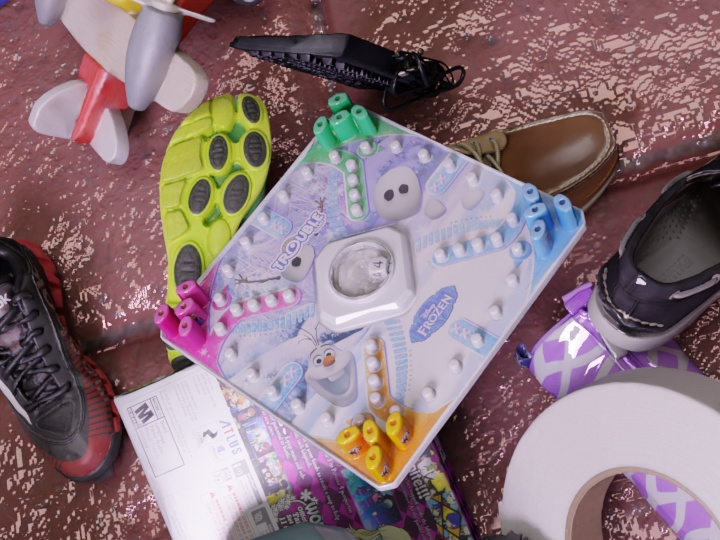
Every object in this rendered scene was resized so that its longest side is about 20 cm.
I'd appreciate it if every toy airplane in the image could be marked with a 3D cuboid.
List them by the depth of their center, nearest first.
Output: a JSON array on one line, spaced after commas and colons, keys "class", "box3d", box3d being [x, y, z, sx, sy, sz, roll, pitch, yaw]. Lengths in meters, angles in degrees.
[{"class": "toy airplane", "box3d": [-0.177, -0.181, 0.909, 0.199, 0.141, 0.201, -13, 59, 31]}]

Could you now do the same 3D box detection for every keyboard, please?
[{"class": "keyboard", "box3d": [0.000, -0.119, 0.811, 0.103, 0.200, 0.040, 1, 93, 20]}]

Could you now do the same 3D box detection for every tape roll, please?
[{"class": "tape roll", "box3d": [0.166, 0.154, 0.699, 0.202, 0.037, 0.205, 14, 111, 39]}]

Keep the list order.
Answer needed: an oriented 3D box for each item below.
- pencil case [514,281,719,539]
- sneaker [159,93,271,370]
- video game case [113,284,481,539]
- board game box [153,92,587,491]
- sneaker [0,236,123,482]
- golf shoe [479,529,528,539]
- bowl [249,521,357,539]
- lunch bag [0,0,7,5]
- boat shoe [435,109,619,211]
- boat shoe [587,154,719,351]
[{"class": "pencil case", "box3d": [0.186, 0.093, 0.744, 0.084, 0.086, 0.200, -34, 67, -21]}, {"class": "sneaker", "box3d": [-0.099, -0.020, 0.863, 0.073, 0.084, 0.202, 6, 86, 1]}, {"class": "video game case", "box3d": [-0.035, 0.135, 0.795, 0.180, 0.036, 0.201, -24, 88, 10]}, {"class": "board game box", "box3d": [0.000, 0.000, 0.761, 0.199, 0.026, 0.200, 29, 74, 33]}, {"class": "sneaker", "box3d": [-0.231, 0.056, 0.881, 0.071, 0.098, 0.201, -31, 69, 4]}, {"class": "golf shoe", "box3d": [0.094, 0.246, 0.699, 0.078, 0.094, 0.202, -32, 74, 46]}, {"class": "bowl", "box3d": [-0.016, 0.218, 0.697, 0.105, 0.201, 0.201, -36, 66, -12]}, {"class": "lunch bag", "box3d": [-0.283, -0.313, 0.968, 0.127, 0.170, 0.201, 32, 85, 24]}, {"class": "boat shoe", "box3d": [0.072, -0.048, 0.829, 0.199, 0.074, 0.076, -26, 68, 9]}, {"class": "boat shoe", "box3d": [0.209, -0.031, 0.746, 0.199, 0.061, 0.074, -34, 66, -28]}]
